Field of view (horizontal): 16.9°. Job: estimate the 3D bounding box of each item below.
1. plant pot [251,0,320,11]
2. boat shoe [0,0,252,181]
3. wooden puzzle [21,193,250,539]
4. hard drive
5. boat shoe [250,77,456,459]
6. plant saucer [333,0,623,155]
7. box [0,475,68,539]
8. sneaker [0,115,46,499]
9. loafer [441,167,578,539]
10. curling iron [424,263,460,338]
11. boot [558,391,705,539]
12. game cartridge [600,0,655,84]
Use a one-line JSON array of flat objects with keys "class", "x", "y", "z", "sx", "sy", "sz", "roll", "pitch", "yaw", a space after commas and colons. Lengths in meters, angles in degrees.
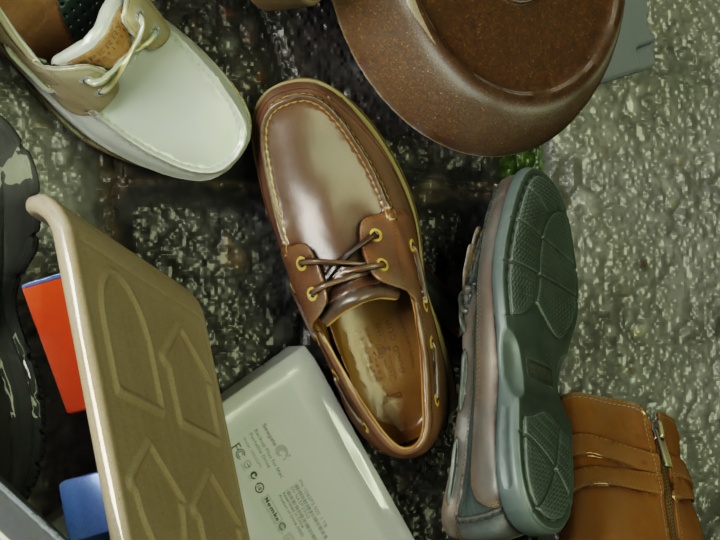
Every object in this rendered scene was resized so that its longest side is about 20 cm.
[{"class": "plant pot", "x": -0.081, "y": -0.218, "z": 1.158, "sx": 0.092, "sy": 0.201, "sz": 0.201, "roll": -9, "pitch": 92, "yaw": 12}, {"class": "boat shoe", "x": -0.130, "y": -0.108, "z": 1.152, "sx": 0.200, "sy": 0.068, "sz": 0.075, "roll": 36, "pitch": 85, "yaw": -20}, {"class": "wooden puzzle", "x": -0.099, "y": 0.079, "z": 1.098, "sx": 0.046, "sy": 0.185, "sz": 0.200, "roll": -20, "pitch": 73, "yaw": 9}, {"class": "hard drive", "x": -0.075, "y": 0.145, "z": 1.199, "sx": 0.200, "sy": 0.026, "sz": 0.132, "roll": -35, "pitch": 103, "yaw": -26}, {"class": "boat shoe", "x": 0.000, "y": 0.001, "z": 1.210, "sx": 0.072, "sy": 0.068, "sz": 0.200, "roll": -19, "pitch": 102, "yaw": 5}, {"class": "plant saucer", "x": 0.069, "y": -0.160, "z": 1.237, "sx": 0.200, "sy": 0.034, "sz": 0.201, "roll": 6, "pitch": 80, "yaw": -40}, {"class": "box", "x": -0.247, "y": 0.126, "z": 0.983, "sx": 0.200, "sy": 0.123, "sz": 0.198, "roll": 44, "pitch": 81, "yaw": -3}, {"class": "sneaker", "x": -0.194, "y": 0.028, "z": 1.097, "sx": 0.091, "sy": 0.076, "sz": 0.200, "roll": -11, "pitch": 108, "yaw": -30}, {"class": "loafer", "x": 0.068, "y": 0.041, "z": 1.227, "sx": 0.072, "sy": 0.063, "sz": 0.200, "roll": 35, "pitch": 48, "yaw": -45}, {"class": "curling iron", "x": 0.018, "y": -0.016, "z": 1.265, "sx": 0.200, "sy": 0.026, "sz": 0.050, "roll": 37, "pitch": 49, "yaw": -18}, {"class": "boot", "x": 0.118, "y": 0.136, "z": 1.255, "sx": 0.200, "sy": 0.074, "sz": 0.155, "roll": 24, "pitch": 56, "yaw": -55}, {"class": "game cartridge", "x": 0.078, "y": -0.188, "z": 1.302, "sx": 0.133, "sy": 0.041, "sz": 0.200, "roll": -19, "pitch": 96, "yaw": -33}]
